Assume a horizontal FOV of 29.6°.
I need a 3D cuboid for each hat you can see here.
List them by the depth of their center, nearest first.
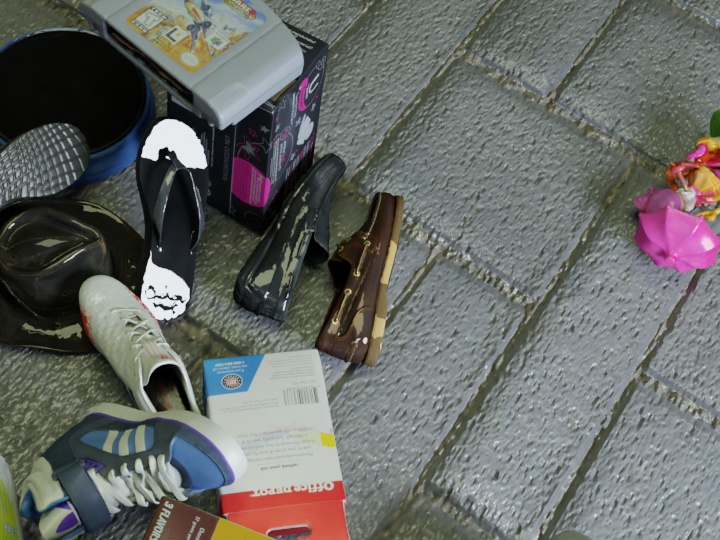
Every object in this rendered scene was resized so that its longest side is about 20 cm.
[{"bbox_3d":[-0.303,-0.015,1.354,0.197,0.081,0.203,4,56,-7],"label":"hat"}]

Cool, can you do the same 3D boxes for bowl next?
[{"bbox_3d":[-0.324,-0.184,1.485,0.197,0.040,0.203,4,57,-6],"label":"bowl"}]

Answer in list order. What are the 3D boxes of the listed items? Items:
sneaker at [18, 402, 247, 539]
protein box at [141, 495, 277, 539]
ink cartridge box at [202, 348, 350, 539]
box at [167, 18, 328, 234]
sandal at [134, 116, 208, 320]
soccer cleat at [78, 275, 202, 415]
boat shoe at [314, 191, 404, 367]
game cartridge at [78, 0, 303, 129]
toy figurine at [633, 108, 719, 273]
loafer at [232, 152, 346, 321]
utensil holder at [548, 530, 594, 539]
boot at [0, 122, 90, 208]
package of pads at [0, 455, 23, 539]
[{"bbox_3d":[-0.208,0.192,1.186,0.198,0.081,0.147,6,41,36],"label":"sneaker"},{"bbox_3d":[-0.098,0.314,1.104,0.197,0.200,0.136,20,57,4],"label":"protein box"},{"bbox_3d":[-0.081,0.181,1.272,0.114,0.068,0.202,-5,58,-11],"label":"ink cartridge box"},{"bbox_3d":[-0.120,-0.162,1.406,0.131,0.201,0.115,28,56,11],"label":"box"},{"bbox_3d":[-0.183,-0.051,1.356,0.075,0.043,0.204,-1,94,-32],"label":"sandal"},{"bbox_3d":[-0.204,0.083,1.288,0.068,0.085,0.202,-24,75,-24],"label":"soccer cleat"},{"bbox_3d":[0.000,0.000,1.399,0.069,0.071,0.202,14,56,-4],"label":"boat shoe"},{"bbox_3d":[-0.156,-0.230,1.304,0.199,0.042,0.133,39,64,19],"label":"game cartridge"},{"bbox_3d":[0.375,-0.079,1.491,0.182,0.152,0.200,-25,42,-12],"label":"toy figurine"},{"bbox_3d":[-0.061,-0.034,1.417,0.070,0.068,0.202,29,63,1],"label":"loafer"},{"bbox_3d":[0.135,0.343,1.147,0.198,0.171,0.171,-25,64,-19],"label":"utensil holder"},{"bbox_3d":[-0.383,-0.096,1.379,0.130,0.069,0.199,6,31,46],"label":"boot"},{"bbox_3d":[-0.384,0.252,1.156,0.197,0.068,0.156,-17,61,-2],"label":"package of pads"}]
